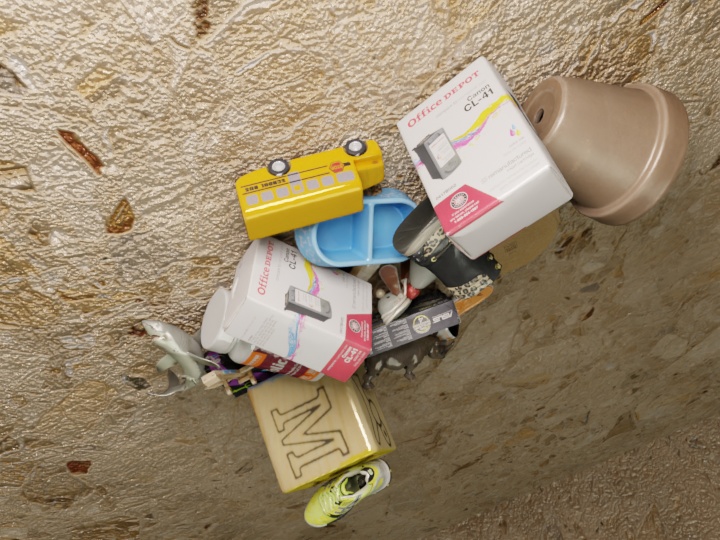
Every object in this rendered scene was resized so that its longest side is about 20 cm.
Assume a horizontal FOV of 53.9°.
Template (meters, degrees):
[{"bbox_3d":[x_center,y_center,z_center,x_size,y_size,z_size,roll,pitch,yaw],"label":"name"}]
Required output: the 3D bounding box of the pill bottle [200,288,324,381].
[{"bbox_3d":[-0.146,0.102,1.139,0.198,0.115,0.114,19,131,-29],"label":"pill bottle"}]

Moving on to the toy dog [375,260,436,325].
[{"bbox_3d":[0.080,-0.014,1.136,0.200,0.096,0.132,-46,172,9],"label":"toy dog"}]

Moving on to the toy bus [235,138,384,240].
[{"bbox_3d":[-0.062,-0.108,0.937,0.198,0.079,0.065,-16,147,-9],"label":"toy bus"}]

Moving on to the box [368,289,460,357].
[{"bbox_3d":[0.066,0.094,1.253,0.198,0.050,0.161,-21,-177,-2],"label":"box"}]

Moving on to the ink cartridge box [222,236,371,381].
[{"bbox_3d":[-0.085,0.053,1.033,0.198,0.149,0.086,26,127,-20],"label":"ink cartridge box"}]

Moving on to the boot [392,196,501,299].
[{"bbox_3d":[0.162,-0.062,1.011,0.203,0.074,0.154,-42,123,12],"label":"boot"}]

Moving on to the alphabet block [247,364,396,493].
[{"bbox_3d":[-0.069,0.284,1.344,0.195,0.202,0.195,-26,162,9],"label":"alphabet block"}]

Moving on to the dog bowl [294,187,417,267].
[{"bbox_3d":[0.006,-0.058,1.019,0.198,0.050,0.113,-4,105,-23],"label":"dog bowl"}]

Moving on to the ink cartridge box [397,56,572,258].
[{"bbox_3d":[0.148,-0.140,0.884,0.147,0.201,0.085,-35,144,20],"label":"ink cartridge box"}]

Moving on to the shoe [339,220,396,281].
[{"bbox_3d":[0.000,0.000,1.129,0.053,0.070,0.201,19,130,-20],"label":"shoe"}]

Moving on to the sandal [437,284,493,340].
[{"bbox_3d":[0.175,0.096,1.379,0.206,0.060,0.079,-36,144,21],"label":"sandal"}]

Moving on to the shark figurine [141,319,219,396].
[{"bbox_3d":[-0.280,0.141,1.160,0.127,0.090,0.216,14,141,0],"label":"shark figurine"}]

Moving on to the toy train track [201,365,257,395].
[{"bbox_3d":[-0.214,0.184,1.174,0.114,0.033,0.200,-29,170,3],"label":"toy train track"}]

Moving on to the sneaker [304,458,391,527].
[{"bbox_3d":[-0.037,0.413,1.328,0.200,0.076,0.076,-41,151,17],"label":"sneaker"}]

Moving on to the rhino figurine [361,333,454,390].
[{"bbox_3d":[0.091,0.158,1.334,0.198,0.060,0.088,-11,122,-18],"label":"rhino figurine"}]

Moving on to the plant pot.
[{"bbox_3d":[0.311,-0.183,0.972,0.173,0.202,0.201,19,133,-19],"label":"plant pot"}]

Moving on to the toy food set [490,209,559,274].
[{"bbox_3d":[0.247,-0.057,1.212,0.199,0.049,0.197,-35,145,19],"label":"toy food set"}]

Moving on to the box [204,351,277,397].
[{"bbox_3d":[-0.169,0.157,1.295,0.198,0.036,0.143,-25,147,2],"label":"box"}]
